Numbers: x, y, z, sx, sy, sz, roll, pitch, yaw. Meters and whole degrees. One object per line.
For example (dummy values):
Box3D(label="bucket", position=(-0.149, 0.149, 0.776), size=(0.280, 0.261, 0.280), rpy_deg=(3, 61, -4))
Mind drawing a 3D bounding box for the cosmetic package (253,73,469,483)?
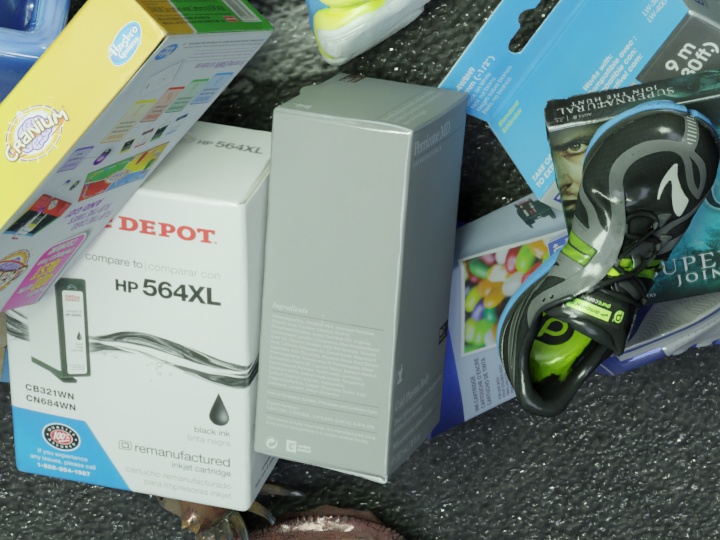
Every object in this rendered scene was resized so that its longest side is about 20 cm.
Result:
Box3D(label="cosmetic package", position=(0.000, 0.000, 1.337), size=(0.090, 0.107, 0.200), rpy_deg=(12, 111, 16))

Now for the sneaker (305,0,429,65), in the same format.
Box3D(label="sneaker", position=(-0.007, -0.187, 1.313), size=(0.076, 0.105, 0.200), rpy_deg=(-32, 171, -18))

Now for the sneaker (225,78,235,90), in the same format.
Box3D(label="sneaker", position=(-0.084, -0.184, 1.317), size=(0.079, 0.078, 0.200), rpy_deg=(-11, 124, 10))

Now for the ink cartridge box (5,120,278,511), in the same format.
Box3D(label="ink cartridge box", position=(-0.118, 0.020, 1.357), size=(0.146, 0.084, 0.200), rpy_deg=(9, 122, 15))

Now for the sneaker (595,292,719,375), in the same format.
Box3D(label="sneaker", position=(0.220, 0.022, 1.465), size=(0.199, 0.081, 0.115), rpy_deg=(-31, 136, -17))

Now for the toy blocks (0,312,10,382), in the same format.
Box3D(label="toy blocks", position=(-0.212, -0.011, 1.431), size=(0.137, 0.100, 0.200), rpy_deg=(2, 117, -22))

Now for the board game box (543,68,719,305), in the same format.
Box3D(label="board game box", position=(0.207, -0.050, 1.311), size=(0.200, 0.028, 0.135), rpy_deg=(-11, 129, 6))

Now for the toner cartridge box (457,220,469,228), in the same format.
Box3D(label="toner cartridge box", position=(-0.036, 0.004, 1.477), size=(0.200, 0.043, 0.095), rpy_deg=(9, 122, -11))

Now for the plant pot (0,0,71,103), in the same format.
Box3D(label="plant pot", position=(-0.255, -0.164, 1.233), size=(0.200, 0.200, 0.180), rpy_deg=(12, 151, -15))

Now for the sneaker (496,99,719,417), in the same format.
Box3D(label="sneaker", position=(0.133, -0.002, 1.273), size=(0.071, 0.083, 0.200), rpy_deg=(18, 124, -15))

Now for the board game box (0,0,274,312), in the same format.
Box3D(label="board game box", position=(-0.143, -0.058, 1.199), size=(0.040, 0.153, 0.200), rpy_deg=(45, 106, 8))

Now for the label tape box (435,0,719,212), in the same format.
Box3D(label="label tape box", position=(0.161, -0.089, 1.336), size=(0.200, 0.066, 0.143), rpy_deg=(24, 123, -23))

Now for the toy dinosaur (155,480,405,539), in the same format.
Box3D(label="toy dinosaur", position=(-0.033, 0.180, 1.584), size=(0.200, 0.086, 0.136), rpy_deg=(-2, 119, -10))

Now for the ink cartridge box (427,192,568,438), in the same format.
Box3D(label="ink cartridge box", position=(0.083, 0.023, 1.457), size=(0.200, 0.042, 0.119), rpy_deg=(-23, 131, -14))
